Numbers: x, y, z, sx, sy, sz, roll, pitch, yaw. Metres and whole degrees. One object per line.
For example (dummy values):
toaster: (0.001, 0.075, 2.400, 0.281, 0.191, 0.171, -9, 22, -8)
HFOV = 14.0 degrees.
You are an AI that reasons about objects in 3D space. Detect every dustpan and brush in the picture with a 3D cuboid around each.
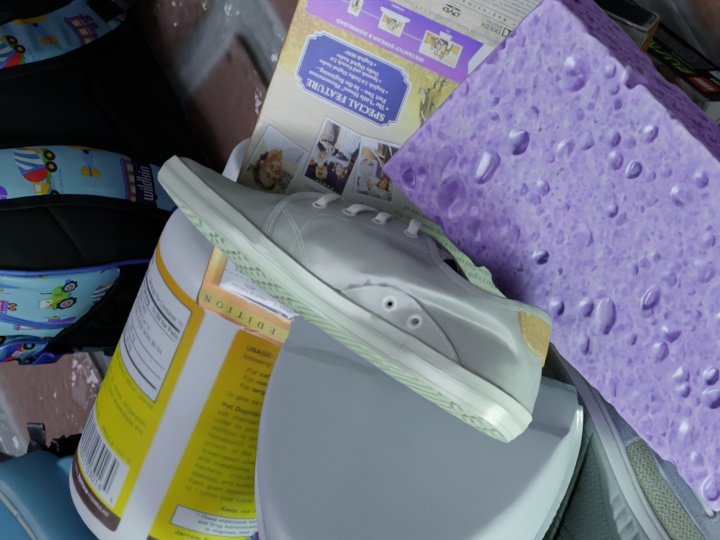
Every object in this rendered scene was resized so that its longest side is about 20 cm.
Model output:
dustpan and brush: (-0.001, 0.127, 1.217, 0.139, 0.057, 0.201, 17, 65, 19)

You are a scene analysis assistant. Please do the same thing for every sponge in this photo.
sponge: (0.114, -0.009, 1.180, 0.200, 0.030, 0.112, 45, 118, 3)

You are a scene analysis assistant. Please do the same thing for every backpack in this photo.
backpack: (-0.178, -0.043, 1.427, 0.135, 0.199, 0.183, -46, 64, 39)

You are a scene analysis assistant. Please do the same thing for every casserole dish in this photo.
casserole dish: (-0.180, 0.183, 1.463, 0.121, 0.039, 0.201, 43, 118, 43)

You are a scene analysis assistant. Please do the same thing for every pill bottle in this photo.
pill bottle: (-0.058, 0.040, 1.377, 0.109, 0.109, 0.201, 45, 124, 33)

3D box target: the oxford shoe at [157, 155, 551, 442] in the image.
oxford shoe: (0.000, 0.000, 1.206, 0.199, 0.075, 0.058, 31, 84, 28)

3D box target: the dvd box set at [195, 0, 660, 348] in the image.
dvd box set: (0.026, -0.044, 1.240, 0.146, 0.029, 0.201, 25, 113, 13)

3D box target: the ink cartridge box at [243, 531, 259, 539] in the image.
ink cartridge box: (-0.013, 0.169, 1.270, 0.199, 0.067, 0.116, -33, 50, 6)

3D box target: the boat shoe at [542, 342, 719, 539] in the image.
boat shoe: (0.125, 0.111, 1.236, 0.202, 0.064, 0.075, 58, 141, 30)

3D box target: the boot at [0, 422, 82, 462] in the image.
boot: (-0.163, 0.193, 1.526, 0.162, 0.073, 0.199, -39, 58, 43)

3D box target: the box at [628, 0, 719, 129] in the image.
box: (0.074, -0.081, 1.275, 0.200, 0.035, 0.110, 42, 122, 34)
